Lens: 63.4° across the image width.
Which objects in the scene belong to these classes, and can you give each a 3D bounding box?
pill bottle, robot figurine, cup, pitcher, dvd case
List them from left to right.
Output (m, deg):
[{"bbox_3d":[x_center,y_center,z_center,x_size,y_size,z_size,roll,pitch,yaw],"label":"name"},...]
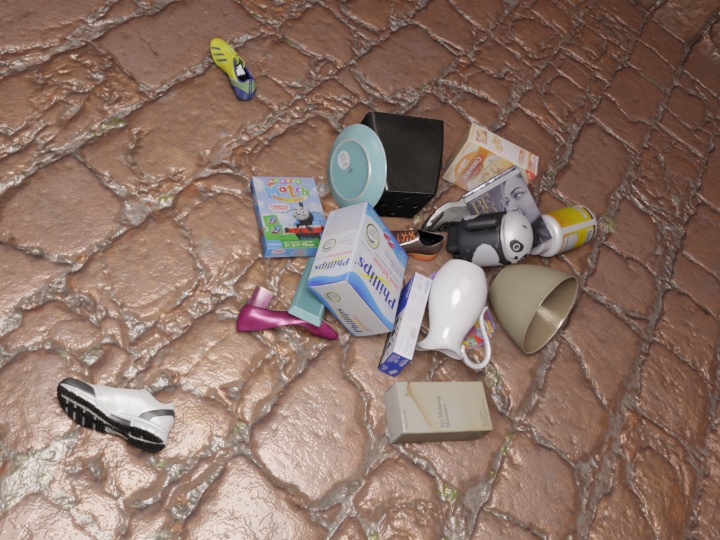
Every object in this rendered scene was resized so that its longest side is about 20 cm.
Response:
[{"bbox_3d":[0.218,0.095,1.238,0.169,0.121,0.203,23,76,-14],"label":"pitcher"},{"bbox_3d":[0.302,-0.070,1.364,0.150,0.197,0.127,-25,107,-58],"label":"robot figurine"},{"bbox_3d":[0.359,-0.131,1.426,0.202,0.147,0.016,60,11,-9],"label":"dvd case"},{"bbox_3d":[0.378,0.065,1.330,0.198,0.203,0.143,-25,47,-33],"label":"cup"},{"bbox_3d":[0.514,-0.100,1.521,0.197,0.110,0.110,-15,67,-30],"label":"pill bottle"}]

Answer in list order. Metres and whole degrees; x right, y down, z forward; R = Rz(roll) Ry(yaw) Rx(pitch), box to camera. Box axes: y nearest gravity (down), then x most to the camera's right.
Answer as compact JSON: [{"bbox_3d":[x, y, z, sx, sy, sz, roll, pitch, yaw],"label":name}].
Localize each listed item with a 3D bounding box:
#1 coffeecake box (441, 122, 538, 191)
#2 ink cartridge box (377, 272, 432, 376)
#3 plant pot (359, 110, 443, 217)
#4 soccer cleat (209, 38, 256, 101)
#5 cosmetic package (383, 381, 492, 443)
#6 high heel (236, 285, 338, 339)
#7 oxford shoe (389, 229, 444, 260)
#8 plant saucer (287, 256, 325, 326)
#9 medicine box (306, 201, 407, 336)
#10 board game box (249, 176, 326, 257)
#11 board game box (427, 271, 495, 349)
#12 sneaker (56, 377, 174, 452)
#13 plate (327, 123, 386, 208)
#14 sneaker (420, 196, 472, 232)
[{"bbox_3d":[0.336,-0.268,1.520,0.197,0.154,0.074,25,54,-6],"label":"coffeecake box"},{"bbox_3d":[0.095,0.112,1.223,0.044,0.094,0.202,24,54,-6],"label":"ink cartridge box"},{"bbox_3d":[0.083,-0.235,1.381,0.196,0.199,0.181,0,71,-22],"label":"plant pot"},{"bbox_3d":[-0.311,-0.512,1.440,0.064,0.084,0.202,-20,69,-31],"label":"soccer cleat"},{"bbox_3d":[0.153,0.281,1.159,0.196,0.073,0.105,3,59,-22],"label":"cosmetic package"},{"bbox_3d":[-0.144,0.116,1.156,0.198,0.067,0.097,27,77,-7],"label":"high heel"},{"bbox_3d":[0.100,-0.072,1.351,0.196,0.073,0.072,1,60,-22],"label":"oxford shoe"},{"bbox_3d":[-0.094,0.036,1.192,0.069,0.019,0.201,25,33,-8],"label":"plant saucer"},{"bbox_3d":[0.000,0.000,1.193,0.183,0.101,0.203,49,42,-39],"label":"medicine box"},{"bbox_3d":[-0.155,-0.121,1.288,0.149,0.037,0.203,-3,56,-24],"label":"board game box"},{"bbox_3d":[0.235,0.077,1.336,0.155,0.039,0.203,-3,62,-24],"label":"board game box"},{"bbox_3d":[-0.403,0.227,0.969,0.198,0.074,0.081,29,39,-10],"label":"sneaker"},{"bbox_3d":[-0.018,-0.227,1.318,0.025,0.200,0.202,-9,63,-42],"label":"plate"},{"bbox_3d":[0.232,-0.127,1.443,0.198,0.074,0.080,-23,75,-32],"label":"sneaker"}]
